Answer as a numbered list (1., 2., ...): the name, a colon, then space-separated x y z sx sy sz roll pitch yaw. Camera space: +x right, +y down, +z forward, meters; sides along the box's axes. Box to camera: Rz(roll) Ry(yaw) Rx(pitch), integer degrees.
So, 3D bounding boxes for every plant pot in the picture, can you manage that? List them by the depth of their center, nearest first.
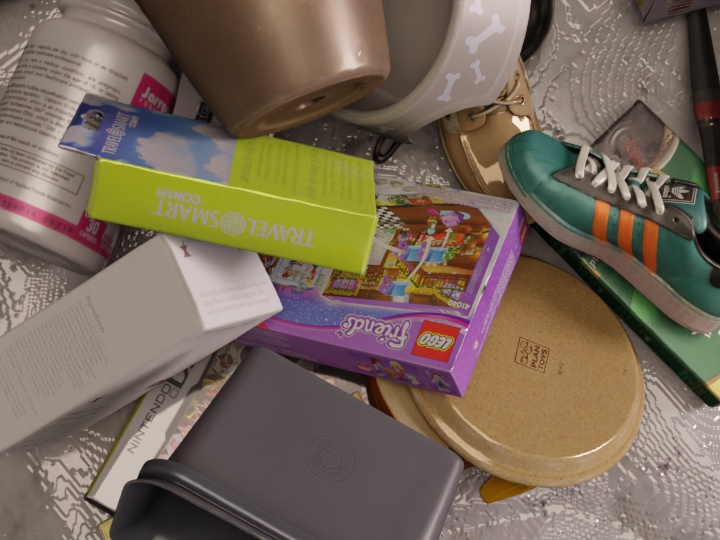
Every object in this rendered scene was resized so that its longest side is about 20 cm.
1. plant pot: -0.064 -0.184 1.031 0.200 0.200 0.175 -22 87 -5

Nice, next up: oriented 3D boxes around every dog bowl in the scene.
1. dog bowl: 0.024 -0.188 1.113 0.059 0.200 0.201 -2 77 -45

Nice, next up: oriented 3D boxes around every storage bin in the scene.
1. storage bin: -0.037 0.153 1.015 0.200 0.146 0.134 29 54 3

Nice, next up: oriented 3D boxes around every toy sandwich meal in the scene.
1. toy sandwich meal: 0.103 0.078 1.127 0.205 0.070 0.206 10 56 -15

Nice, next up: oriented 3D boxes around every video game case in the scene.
1. video game case: -0.066 0.132 1.139 0.200 0.026 0.181 29 81 3

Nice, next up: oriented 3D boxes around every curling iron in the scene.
1. curling iron: 0.262 -0.116 1.166 0.049 0.026 0.200 3 60 -20

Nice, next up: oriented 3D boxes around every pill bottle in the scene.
1. pill bottle: -0.197 -0.108 1.130 0.113 0.113 0.200 21 81 2

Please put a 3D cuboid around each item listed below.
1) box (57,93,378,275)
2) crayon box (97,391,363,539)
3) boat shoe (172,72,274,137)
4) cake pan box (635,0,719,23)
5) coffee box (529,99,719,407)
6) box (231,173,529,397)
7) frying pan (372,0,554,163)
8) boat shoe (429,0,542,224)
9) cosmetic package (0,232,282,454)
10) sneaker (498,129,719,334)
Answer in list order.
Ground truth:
1. box: -0.091 -0.057 1.030 0.199 0.122 0.048 12 111 -6
2. crayon box: -0.061 0.184 1.092 0.200 0.051 0.127 -26 83 -5
3. boat shoe: -0.088 -0.111 1.139 0.072 0.066 0.200 15 83 23
4. cake pan box: 0.278 -0.296 1.199 0.199 0.052 0.185 -14 78 -6
5. coffee box: 0.229 -0.013 1.160 0.123 0.044 0.200 -42 84 -8
6. box: 0.000 0.000 1.102 0.200 0.039 0.137 12 63 25
7. frying pan: 0.080 -0.161 1.187 0.115 0.031 0.191 10 84 2
8. boat shoe: 0.085 -0.128 1.134 0.071 0.065 0.200 -19 79 -2
9. cosmetic package: -0.162 0.046 1.069 0.200 0.102 0.074 -29 82 28
10. sneaker: 0.189 -0.042 1.082 0.200 0.080 0.071 34 40 -9
